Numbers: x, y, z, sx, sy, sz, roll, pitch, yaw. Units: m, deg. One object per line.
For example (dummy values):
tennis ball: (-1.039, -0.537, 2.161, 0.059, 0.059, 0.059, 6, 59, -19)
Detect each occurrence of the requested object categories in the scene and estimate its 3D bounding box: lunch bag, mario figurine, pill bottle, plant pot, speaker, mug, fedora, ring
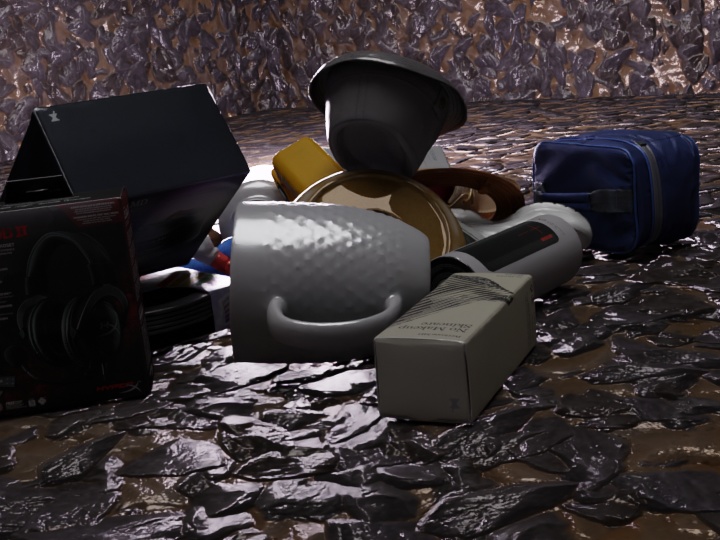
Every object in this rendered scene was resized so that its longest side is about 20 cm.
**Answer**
lunch bag: (0.295, -0.099, 1.325, 0.132, 0.137, 0.200, -11, 12, -33)
mario figurine: (-0.135, -0.033, 1.306, 0.199, 0.106, 0.124, -6, 38, 26)
pill bottle: (-0.134, -0.076, 1.481, 0.112, 0.113, 0.200, -6, 13, 0)
plant pot: (0.015, -0.031, 1.129, 0.199, 0.028, 0.201, 3, 57, -4)
speaker: (0.146, 0.001, 1.107, 0.081, 0.082, 0.200, 5, 17, 39)
mug: (-0.025, 0.021, 0.974, 0.174, 0.149, 0.200, 1, 20, -1)
fedora: (0.025, -0.155, 1.200, 0.176, 0.091, 0.200, 5, -20, 13)
ring: (0.101, -0.069, 1.330, 0.199, 0.019, 0.201, 0, -24, 0)

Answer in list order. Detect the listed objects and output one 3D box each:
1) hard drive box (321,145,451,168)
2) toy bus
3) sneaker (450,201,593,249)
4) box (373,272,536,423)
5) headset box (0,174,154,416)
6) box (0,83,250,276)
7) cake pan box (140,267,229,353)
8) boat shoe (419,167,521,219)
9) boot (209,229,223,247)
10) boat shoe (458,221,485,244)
hard drive box: (0.025, -0.106, 1.487, 0.199, 0.077, 0.156, -2, 29, -6)
toy bus: (-0.051, -0.098, 1.324, 0.065, 0.079, 0.200, -31, 40, -9)
sneaker: (0.173, -0.027, 1.275, 0.199, 0.075, 0.087, -6, 33, 7)
box: (0.085, 0.059, 0.915, 0.082, 0.069, 0.200, 1, 15, 23)
headset box: (-0.272, 0.016, 0.970, 0.148, 0.201, 0.077, -7, 13, -7)
box: (-0.253, -0.079, 1.140, 0.199, 0.124, 0.198, -17, -20, -37)
cake pan box: (-0.239, 0.044, 1.166, 0.183, 0.053, 0.199, -19, 18, -35)
boat shoe: (0.114, -0.094, 1.373, 0.199, 0.074, 0.069, -4, -19, -10)
boot: (-0.309, -0.018, 1.449, 0.199, 0.065, 0.186, -23, 19, -39)
boat shoe: (0.062, -0.041, 1.194, 0.199, 0.071, 0.064, 27, 28, -1)
